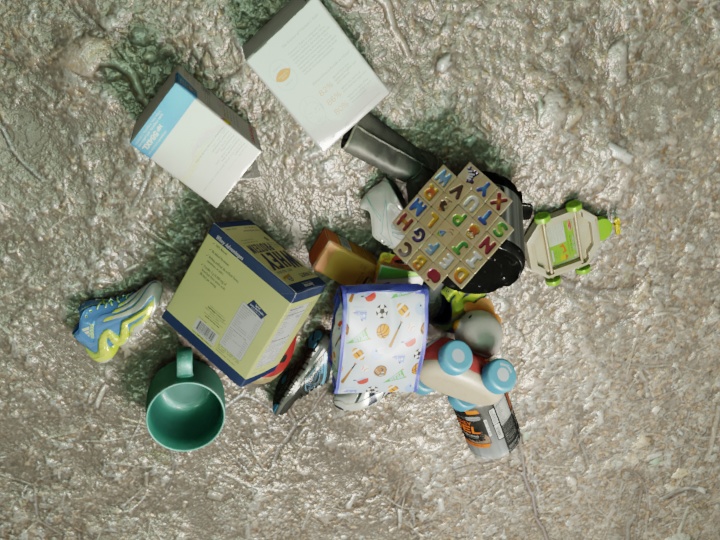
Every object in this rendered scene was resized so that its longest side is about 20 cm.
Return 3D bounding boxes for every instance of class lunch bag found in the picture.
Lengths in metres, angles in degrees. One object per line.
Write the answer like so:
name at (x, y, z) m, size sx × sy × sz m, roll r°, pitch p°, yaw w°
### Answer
lunch bag at (0.032, 0.110, 1.411) m, size 0.165 × 0.125 × 0.204 m, roll -2°, pitch 124°, yaw -13°

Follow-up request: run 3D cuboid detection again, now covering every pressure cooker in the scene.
pressure cooker at (0.211, -0.082, 1.425) m, size 0.174 × 0.204 × 0.177 m, roll 27°, pitch 142°, yaw -31°

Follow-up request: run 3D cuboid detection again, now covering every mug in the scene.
mug at (-0.327, 0.237, 1.495) m, size 0.150 × 0.115 × 0.186 m, roll 31°, pitch 105°, yaw -23°

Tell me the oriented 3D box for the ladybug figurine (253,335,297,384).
ladybug figurine at (-0.186, 0.135, 1.502) m, size 0.132 × 0.072 × 0.205 m, roll 5°, pitch 114°, yaw -14°

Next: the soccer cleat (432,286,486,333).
soccer cleat at (0.206, 0.034, 1.549) m, size 0.082 × 0.065 × 0.204 m, roll 16°, pitch 111°, yaw -16°

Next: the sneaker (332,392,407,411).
sneaker at (0.023, 0.198, 1.582) m, size 0.195 × 0.080 × 0.132 m, roll -17°, pitch 104°, yaw 11°

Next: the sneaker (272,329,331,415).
sneaker at (-0.105, 0.218, 1.560) m, size 0.081 × 0.074 × 0.201 m, roll 30°, pitch 106°, yaw -24°

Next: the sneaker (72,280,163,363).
sneaker at (-0.449, 0.078, 1.414) m, size 0.104 × 0.076 × 0.200 m, roll 37°, pitch 103°, yaw -25°

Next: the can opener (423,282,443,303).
can opener at (0.120, 0.034, 1.535) m, size 0.066 × 0.054 × 0.203 m, roll 20°, pitch 108°, yaw -21°

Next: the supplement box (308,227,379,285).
supplement box at (0.000, 0.000, 1.485) m, size 0.197 × 0.069 × 0.067 m, roll 29°, pitch 107°, yaw -22°

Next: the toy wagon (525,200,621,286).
toy wagon at (0.427, -0.063, 1.567) m, size 0.196 × 0.040 × 0.158 m, roll -20°, pitch 118°, yaw -4°

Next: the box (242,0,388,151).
box at (-0.075, -0.331, 1.287) m, size 0.151 × 0.107 × 0.200 m, roll -39°, pitch 117°, yaw 8°

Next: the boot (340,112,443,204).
boot at (0.054, -0.178, 1.368) m, size 0.198 × 0.185 × 0.072 m, roll 30°, pitch 138°, yaw -31°

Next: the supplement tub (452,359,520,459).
supplement tub at (0.259, 0.289, 1.648) m, size 0.120 × 0.123 × 0.203 m, roll -24°, pitch 117°, yaw 0°

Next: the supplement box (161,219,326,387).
supplement box at (-0.204, 0.053, 1.375) m, size 0.199 × 0.134 × 0.202 m, roll 37°, pitch 106°, yaw 13°

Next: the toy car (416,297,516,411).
toy car at (0.204, 0.139, 1.494) m, size 0.173 × 0.204 × 0.185 m, roll 22°, pitch 153°, yaw -10°

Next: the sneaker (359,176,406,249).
sneaker at (0.070, -0.067, 1.440) m, size 0.079 × 0.070 × 0.203 m, roll -31°, pitch 83°, yaw 14°

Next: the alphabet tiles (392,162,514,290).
alphabet tiles at (0.155, -0.075, 1.317) m, size 0.166 × 0.006 × 0.201 m, roll 43°, pitch 94°, yaw 13°

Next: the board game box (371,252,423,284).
board game box at (0.055, 0.068, 1.481) m, size 0.093 × 0.030 × 0.204 m, roll 10°, pitch 108°, yaw -19°

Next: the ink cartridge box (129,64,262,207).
ink cartridge box at (-0.260, -0.213, 1.288) m, size 0.199 × 0.129 × 0.125 m, roll 38°, pitch 103°, yaw -25°
